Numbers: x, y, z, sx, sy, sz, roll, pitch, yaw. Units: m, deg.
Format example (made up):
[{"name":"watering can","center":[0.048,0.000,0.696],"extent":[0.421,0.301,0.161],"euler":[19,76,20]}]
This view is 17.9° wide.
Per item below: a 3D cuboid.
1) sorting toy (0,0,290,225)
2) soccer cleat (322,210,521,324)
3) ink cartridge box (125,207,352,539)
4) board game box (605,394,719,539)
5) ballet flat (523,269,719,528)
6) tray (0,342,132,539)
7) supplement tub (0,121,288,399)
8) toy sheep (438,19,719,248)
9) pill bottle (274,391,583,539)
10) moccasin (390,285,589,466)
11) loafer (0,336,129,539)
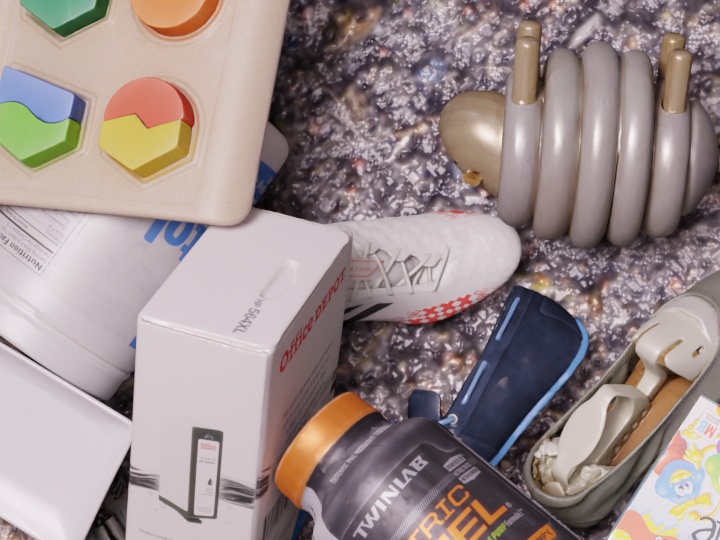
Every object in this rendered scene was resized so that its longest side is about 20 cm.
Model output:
[{"name":"sorting toy","center":[-0.148,-0.125,1.359],"extent":[0.200,0.036,0.186],"euler":[7,78,18]},{"name":"soccer cleat","center":[0.000,0.000,1.420],"extent":[0.200,0.085,0.069],"euler":[-7,81,9]},{"name":"ink cartridge box","center":[-0.073,0.082,1.345],"extent":[0.084,0.146,0.200],"euler":[14,122,13]},{"name":"board game box","center":[0.211,0.148,1.305],"extent":[0.105,0.200,0.103],"euler":[33,88,12]},{"name":"ballet flat","center":[0.175,0.071,1.387],"extent":[0.200,0.064,0.067],"euler":[-50,53,1]},{"name":"tray","center":[-0.236,0.083,1.401],"extent":[0.200,0.022,0.107],"euler":[31,116,6]},{"name":"supplement tub","center":[-0.150,-0.035,1.428],"extent":[0.132,0.132,0.200],"euler":[35,89,12]},{"name":"toy sheep","center":[0.147,-0.078,1.387],"extent":[0.200,0.138,0.138],"euler":[6,83,5]},{"name":"pill bottle","center":[0.046,0.154,1.277],"extent":[0.200,0.106,0.106],"euler":[38,89,18]},{"name":"moccasin","center":[0.055,0.096,1.407],"extent":[0.068,0.080,0.200],"euler":[41,77,-2]},{"name":"loafer","center":[-0.187,0.128,1.439],"extent":[0.072,0.063,0.200],"euler":[-33,77,-13]}]
